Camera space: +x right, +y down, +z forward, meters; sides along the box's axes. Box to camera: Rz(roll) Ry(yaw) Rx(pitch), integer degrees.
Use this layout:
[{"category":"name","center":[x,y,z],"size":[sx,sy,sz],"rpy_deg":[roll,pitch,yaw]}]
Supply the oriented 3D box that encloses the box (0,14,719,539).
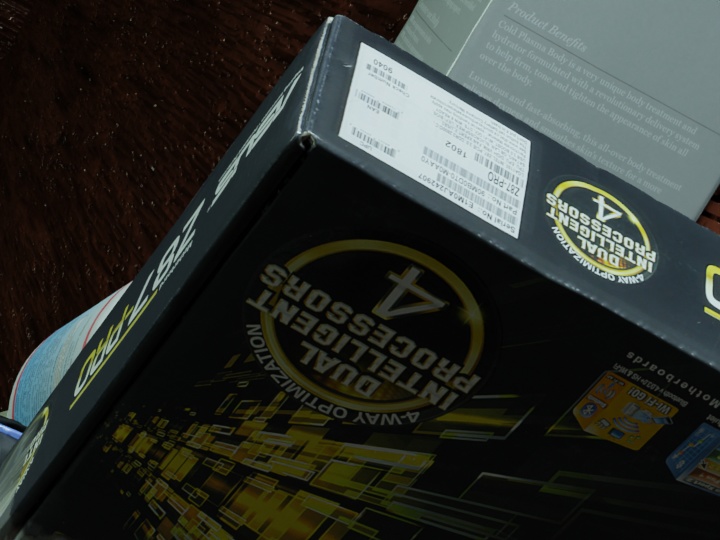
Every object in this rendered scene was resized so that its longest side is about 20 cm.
[{"category":"box","center":[0.035,0.054,0.491],"size":[0.161,0.200,0.049],"rpy_deg":[-49,20,38]}]

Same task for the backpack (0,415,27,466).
[{"category":"backpack","center":[-0.143,0.145,0.926],"size":[0.147,0.183,0.200],"rpy_deg":[-65,14,-12]}]

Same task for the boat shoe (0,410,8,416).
[{"category":"boat shoe","center":[-0.178,0.115,1.325],"size":[0.200,0.072,0.068],"rpy_deg":[-8,92,62]}]

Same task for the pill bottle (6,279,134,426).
[{"category":"pill bottle","center":[-0.108,0.068,1.074],"size":[0.200,0.109,0.109],"rpy_deg":[-26,39,63]}]

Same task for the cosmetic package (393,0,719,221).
[{"category":"cosmetic package","center":[0.096,-0.107,0.731],"size":[0.200,0.107,0.090],"rpy_deg":[-58,17,8]}]
